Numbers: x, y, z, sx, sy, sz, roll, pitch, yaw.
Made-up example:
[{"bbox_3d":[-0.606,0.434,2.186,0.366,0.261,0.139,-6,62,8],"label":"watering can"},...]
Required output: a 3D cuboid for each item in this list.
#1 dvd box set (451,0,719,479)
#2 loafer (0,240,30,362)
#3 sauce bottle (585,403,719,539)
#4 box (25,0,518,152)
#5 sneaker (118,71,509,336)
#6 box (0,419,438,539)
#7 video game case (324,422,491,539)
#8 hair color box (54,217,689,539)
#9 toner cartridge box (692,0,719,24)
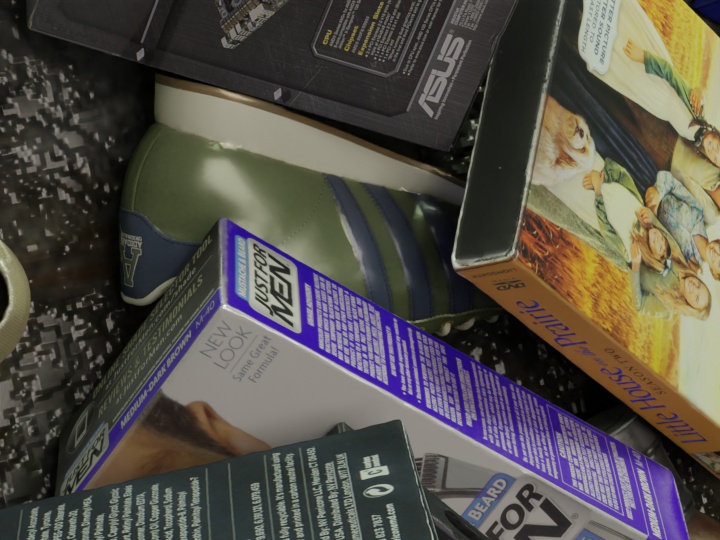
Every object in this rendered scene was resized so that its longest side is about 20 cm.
[{"bbox_3d":[0.111,-0.022,0.985,0.200,0.029,0.147,38,56,-42],"label":"dvd box set"},{"bbox_3d":[-0.195,-0.019,0.881,0.199,0.068,0.076,18,78,-22],"label":"loafer"},{"bbox_3d":[0.137,0.145,1.020,0.065,0.065,0.200,-34,101,-23],"label":"sauce bottle"},{"bbox_3d":[-0.008,-0.151,0.890,0.158,0.048,0.200,15,118,-14],"label":"box"},{"bbox_3d":[0.000,0.000,0.977,0.200,0.067,0.090,20,91,-26],"label":"sneaker"},{"bbox_3d":[-0.056,0.176,0.835,0.196,0.124,0.201,-12,109,-2],"label":"box"},{"bbox_3d":[-0.005,0.179,0.919,0.181,0.026,0.200,39,103,-16],"label":"video game case"},{"bbox_3d":[0.005,0.080,0.939,0.200,0.065,0.109,30,115,-18],"label":"hair color box"},{"bbox_3d":[0.241,-0.086,1.073,0.200,0.095,0.043,27,75,-21],"label":"toner cartridge box"}]
